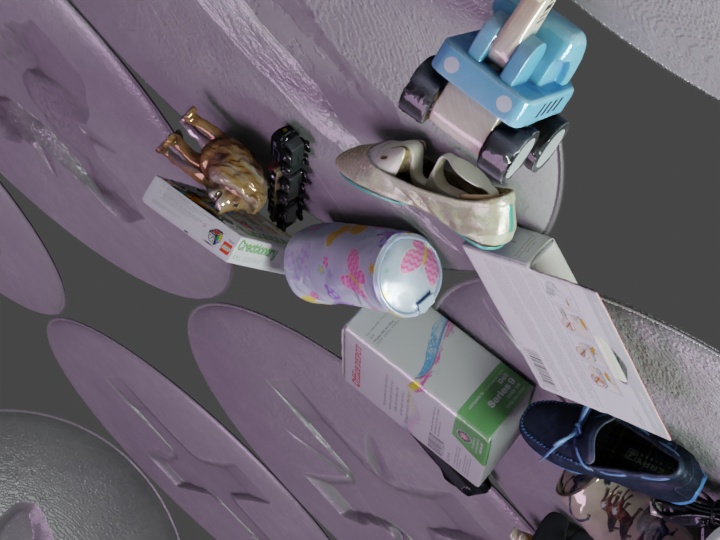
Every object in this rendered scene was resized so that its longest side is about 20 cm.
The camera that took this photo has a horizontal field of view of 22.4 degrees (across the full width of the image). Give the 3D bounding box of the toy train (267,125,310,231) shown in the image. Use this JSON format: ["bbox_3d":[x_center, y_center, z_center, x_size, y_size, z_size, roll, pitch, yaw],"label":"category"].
[{"bbox_3d":[-0.079,-0.096,1.894,0.046,0.034,0.200,51,162,16],"label":"toy train"}]

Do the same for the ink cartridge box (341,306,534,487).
[{"bbox_3d":[0.079,0.119,1.947,0.199,0.088,0.146,36,159,15],"label":"ink cartridge box"}]

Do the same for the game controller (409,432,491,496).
[{"bbox_3d":[0.080,0.191,2.181,0.200,0.042,0.104,51,174,-18],"label":"game controller"}]

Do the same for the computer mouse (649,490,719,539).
[{"bbox_3d":[0.366,0.292,1.766,0.138,0.053,0.200,6,141,43],"label":"computer mouse"}]

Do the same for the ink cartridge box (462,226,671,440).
[{"bbox_3d":[0.197,0.052,1.644,0.173,0.044,0.201,20,149,48],"label":"ink cartridge box"}]

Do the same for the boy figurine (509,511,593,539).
[{"bbox_3d":[0.228,0.353,2.171,0.124,0.065,0.200,35,156,15],"label":"boy figurine"}]

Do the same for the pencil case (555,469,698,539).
[{"bbox_3d":[0.286,0.263,1.852,0.200,0.089,0.078,47,-172,-10],"label":"pencil case"}]

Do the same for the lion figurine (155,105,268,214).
[{"bbox_3d":[-0.156,-0.115,1.966,0.122,0.073,0.200,39,-178,-9],"label":"lion figurine"}]

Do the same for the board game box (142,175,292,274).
[{"bbox_3d":[-0.139,-0.045,1.979,0.126,0.035,0.200,35,-171,21],"label":"board game box"}]

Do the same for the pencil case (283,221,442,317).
[{"bbox_3d":[0.000,0.000,1.857,0.199,0.083,0.091,5,114,59],"label":"pencil case"}]

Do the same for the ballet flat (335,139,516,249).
[{"bbox_3d":[0.062,-0.085,1.628,0.199,0.067,0.063,27,128,30],"label":"ballet flat"}]

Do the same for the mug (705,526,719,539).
[{"bbox_3d":[0.376,0.314,1.630,0.200,0.175,0.148,46,160,-7],"label":"mug"}]

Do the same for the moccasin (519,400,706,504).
[{"bbox_3d":[0.239,0.161,1.749,0.199,0.081,0.068,13,162,33],"label":"moccasin"}]

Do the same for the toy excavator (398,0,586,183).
[{"bbox_3d":[0.114,-0.169,1.287,0.100,0.201,0.194,37,-156,14],"label":"toy excavator"}]
